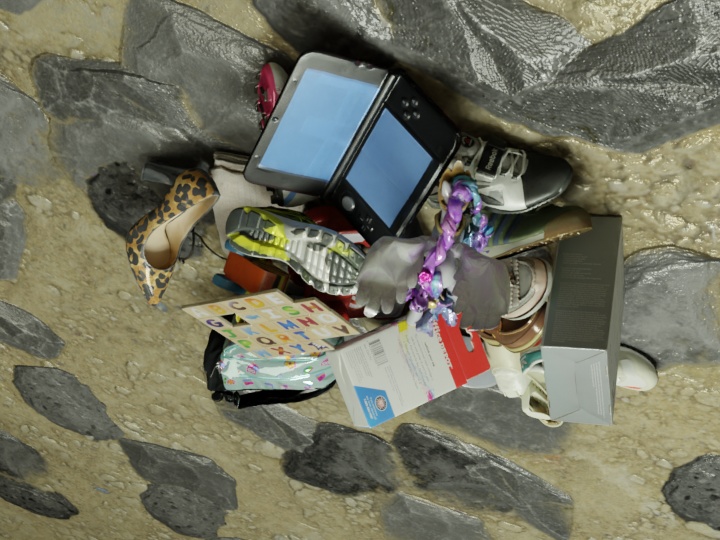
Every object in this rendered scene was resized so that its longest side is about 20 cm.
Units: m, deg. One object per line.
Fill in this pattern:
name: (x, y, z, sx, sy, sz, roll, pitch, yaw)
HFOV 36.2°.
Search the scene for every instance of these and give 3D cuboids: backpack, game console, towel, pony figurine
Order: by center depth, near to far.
pony figurine: (0.088, -0.007, 1.235, 0.165, 0.194, 0.200, 12, 154, 5)
game console: (-0.012, -0.126, 1.243, 0.173, 0.118, 0.200, 49, 132, 19)
towel: (-0.132, -0.075, 1.480, 0.132, 0.035, 0.201, 11, 143, 12)
backpack: (-0.120, 0.111, 1.618, 0.199, 0.167, 0.127, 1, 136, 14)

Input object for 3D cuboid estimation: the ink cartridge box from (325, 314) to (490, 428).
ink cartridge box: (0.067, 0.124, 1.520, 0.117, 0.199, 0.067, 69, 159, -1)

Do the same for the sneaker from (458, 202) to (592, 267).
sneaker: (0.179, -0.065, 1.304, 0.067, 0.090, 0.200, -9, 173, -41)

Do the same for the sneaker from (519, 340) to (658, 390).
sneaker: (0.307, 0.141, 1.506, 0.199, 0.094, 0.070, 22, 144, -3)

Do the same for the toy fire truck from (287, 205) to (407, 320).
toy fire truck: (0.000, 0.000, 1.466, 0.167, 0.113, 0.201, -3, 142, -18)

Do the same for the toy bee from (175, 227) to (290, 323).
toy bee: (-0.145, -0.009, 1.475, 0.108, 0.200, 0.131, 14, 119, -44)

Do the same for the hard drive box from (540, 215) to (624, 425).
hard drive box: (0.271, 0.059, 1.325, 0.076, 0.201, 0.156, 3, 140, 18)

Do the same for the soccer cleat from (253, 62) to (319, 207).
soccer cleat: (-0.077, -0.166, 1.324, 0.086, 0.070, 0.201, -12, 133, -11)

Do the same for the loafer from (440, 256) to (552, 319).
loafer: (0.160, 0.024, 1.333, 0.062, 0.072, 0.200, 7, 170, -19)

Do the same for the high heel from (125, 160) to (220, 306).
high heel: (-0.241, -0.038, 1.449, 0.142, 0.071, 0.201, 16, 106, 41)

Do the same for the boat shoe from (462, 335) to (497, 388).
boat shoe: (0.110, 0.120, 1.604, 0.199, 0.074, 0.065, 19, 174, -8)

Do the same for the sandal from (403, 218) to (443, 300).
sandal: (0.065, -0.005, 1.392, 0.043, 0.076, 0.200, -7, 142, 24)

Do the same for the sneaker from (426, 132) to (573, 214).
sneaker: (0.141, -0.118, 1.266, 0.199, 0.074, 0.089, -1, 141, 25)

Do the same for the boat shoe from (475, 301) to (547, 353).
boat shoe: (0.186, 0.060, 1.431, 0.067, 0.072, 0.200, 34, 169, -12)

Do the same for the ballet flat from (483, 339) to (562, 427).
ballet flat: (0.236, 0.164, 1.574, 0.069, 0.070, 0.200, -15, 138, 38)

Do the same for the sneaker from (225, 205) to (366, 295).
sneaker: (-0.063, -0.037, 1.344, 0.199, 0.085, 0.075, 25, 114, 15)

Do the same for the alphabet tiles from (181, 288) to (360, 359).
alphabet tiles: (-0.107, 0.071, 1.436, 0.199, 0.008, 0.167, -10, 147, 35)
